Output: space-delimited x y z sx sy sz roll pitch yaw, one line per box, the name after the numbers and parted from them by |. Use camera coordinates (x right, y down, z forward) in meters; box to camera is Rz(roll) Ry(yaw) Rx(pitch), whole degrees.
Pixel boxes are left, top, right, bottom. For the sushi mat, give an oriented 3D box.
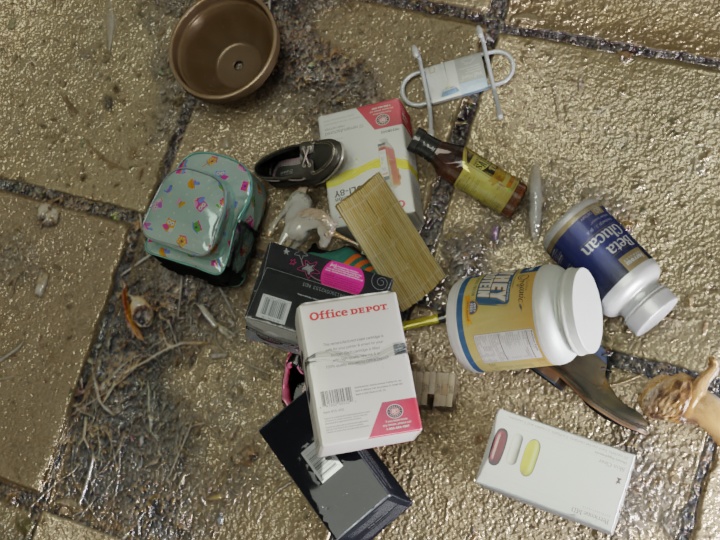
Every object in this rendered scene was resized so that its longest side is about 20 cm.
0.047 -0.044 1.690 0.095 0.012 0.201 -37 100 -21 | sushi mat

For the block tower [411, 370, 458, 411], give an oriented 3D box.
0.052 0.185 1.693 0.197 0.054 0.059 3 75 16 | block tower

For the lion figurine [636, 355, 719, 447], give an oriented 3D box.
0.507 0.207 1.563 0.199 0.072 0.123 39 89 19 | lion figurine

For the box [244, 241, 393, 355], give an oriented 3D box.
-0.064 0.062 1.652 0.197 0.115 0.134 16 70 2 | box

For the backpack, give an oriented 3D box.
-0.253 -0.096 1.799 0.174 0.153 0.202 16 74 23 | backpack

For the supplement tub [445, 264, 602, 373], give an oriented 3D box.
0.240 0.070 1.594 0.198 0.144 0.147 -10 72 31 | supplement tub

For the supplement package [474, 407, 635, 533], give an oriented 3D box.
0.280 0.289 1.553 0.198 0.156 0.112 17 80 17 | supplement package

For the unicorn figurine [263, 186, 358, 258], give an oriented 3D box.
-0.096 -0.069 1.736 0.138 0.073 0.201 -50 39 26 | unicorn figurine

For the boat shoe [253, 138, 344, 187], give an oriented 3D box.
-0.103 -0.173 1.772 0.199 0.056 0.068 -11 75 52 | boat shoe

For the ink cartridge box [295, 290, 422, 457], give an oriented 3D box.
-0.006 0.144 1.521 0.143 0.084 0.203 -8 72 -9 | ink cartridge box

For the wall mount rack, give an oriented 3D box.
0.160 -0.302 1.787 0.197 0.075 0.176 -14 74 11 | wall mount rack

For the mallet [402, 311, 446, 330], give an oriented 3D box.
0.114 0.068 1.722 0.198 0.041 0.067 -19 69 3 | mallet

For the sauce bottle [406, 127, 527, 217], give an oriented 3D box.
0.167 -0.159 1.723 0.199 0.066 0.067 31 83 -1 | sauce bottle

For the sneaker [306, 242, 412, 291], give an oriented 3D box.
0.000 0.000 1.747 0.197 0.072 0.081 12 57 5 | sneaker

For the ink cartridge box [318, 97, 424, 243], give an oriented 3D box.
0.018 -0.161 1.780 0.143 0.083 0.203 -11 73 12 | ink cartridge box

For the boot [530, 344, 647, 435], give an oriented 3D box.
0.356 0.157 1.613 0.199 0.075 0.098 33 88 22 | boot

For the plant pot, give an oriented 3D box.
-0.227 -0.375 1.895 0.198 0.093 0.204 -4 74 12 | plant pot

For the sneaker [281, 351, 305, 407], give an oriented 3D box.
-0.088 0.137 1.721 0.078 0.095 0.203 2 74 17 | sneaker

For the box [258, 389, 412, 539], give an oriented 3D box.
-0.033 0.294 1.617 0.104 0.182 0.201 -39 69 1 | box

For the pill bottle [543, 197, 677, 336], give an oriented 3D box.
0.377 -0.003 1.632 0.111 0.111 0.200 -40 70 1 | pill bottle
